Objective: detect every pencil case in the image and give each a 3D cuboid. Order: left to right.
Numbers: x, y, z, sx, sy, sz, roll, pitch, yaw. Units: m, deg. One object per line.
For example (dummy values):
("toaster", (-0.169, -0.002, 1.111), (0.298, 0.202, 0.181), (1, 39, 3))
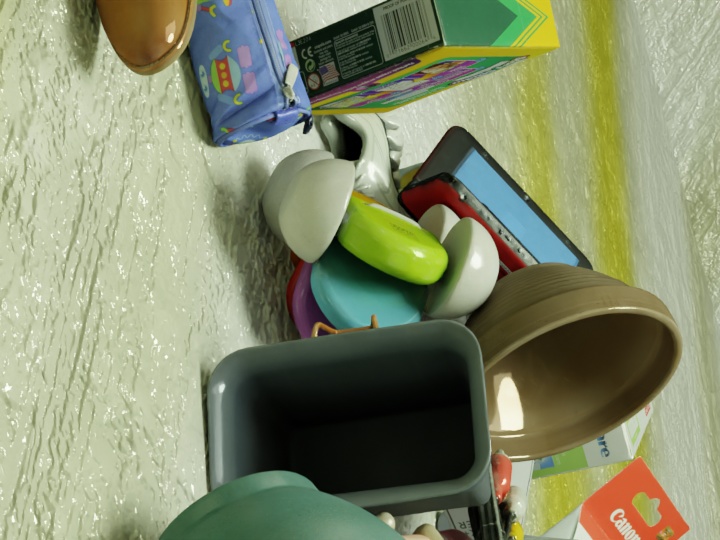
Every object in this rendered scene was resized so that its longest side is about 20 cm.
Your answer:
("pencil case", (-0.097, -0.196, 1.338), (0.078, 0.087, 0.201), (-15, 90, -45))

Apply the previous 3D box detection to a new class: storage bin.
("storage bin", (0.003, 0.117, 1.254), (0.134, 0.199, 0.146), (57, 26, -65))

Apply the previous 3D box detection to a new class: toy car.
("toy car", (0.000, 0.000, 1.371), (0.174, 0.151, 0.200), (24, 3, -15))

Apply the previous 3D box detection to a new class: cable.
("cable", (0.109, 0.190, 1.303), (0.200, 0.050, 0.098), (-101, -179, -76))

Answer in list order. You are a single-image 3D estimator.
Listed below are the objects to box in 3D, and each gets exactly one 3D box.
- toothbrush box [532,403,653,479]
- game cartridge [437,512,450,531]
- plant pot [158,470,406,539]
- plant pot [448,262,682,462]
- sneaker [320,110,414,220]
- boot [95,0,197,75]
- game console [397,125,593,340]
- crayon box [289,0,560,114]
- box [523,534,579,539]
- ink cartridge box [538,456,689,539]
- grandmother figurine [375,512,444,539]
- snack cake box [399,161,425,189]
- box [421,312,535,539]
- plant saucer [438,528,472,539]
("toothbrush box", (0.163, 0.136, 1.631), (0.146, 0.199, 0.087), (-40, 113, -69))
("game cartridge", (0.115, 0.326, 1.613), (0.133, 0.040, 0.201), (43, 38, -62))
("plant pot", (-0.051, 0.211, 1.065), (0.134, 0.200, 0.200), (57, 7, 34))
("plant pot", (0.148, 0.060, 1.377), (0.201, 0.200, 0.093), (46, 17, -53))
("sneaker", (0.011, -0.061, 1.565), (0.081, 0.075, 0.201), (11, 57, -59))
("boot", (-0.186, -0.239, 1.157), (0.155, 0.073, 0.201), (40, 28, -60))
("game console", (0.143, -0.036, 1.520), (0.200, 0.119, 0.172), (45, -16, -9))
("crayon box", (0.040, -0.186, 1.464), (0.172, 0.199, 0.059), (-10, 85, -51))
("box", (0.133, 0.328, 1.432), (0.124, 0.097, 0.201), (156, -75, -73))
("ink cartridge box", (0.212, 0.280, 1.579), (0.163, 0.200, 0.057), (51, 6, -47))
("grandmother figurine", (-0.020, 0.211, 1.227), (0.199, 0.121, 0.061), (5, 39, -46))
("snack cake box", (0.073, 0.000, 1.611), (0.067, 0.114, 0.201), (38, 41, -57))
("box", (0.085, 0.122, 1.481), (0.117, 0.060, 0.201), (-70, 140, -57))
("plant saucer", (0.072, 0.309, 1.372), (0.200, 0.051, 0.202), (171, -90, -73))
